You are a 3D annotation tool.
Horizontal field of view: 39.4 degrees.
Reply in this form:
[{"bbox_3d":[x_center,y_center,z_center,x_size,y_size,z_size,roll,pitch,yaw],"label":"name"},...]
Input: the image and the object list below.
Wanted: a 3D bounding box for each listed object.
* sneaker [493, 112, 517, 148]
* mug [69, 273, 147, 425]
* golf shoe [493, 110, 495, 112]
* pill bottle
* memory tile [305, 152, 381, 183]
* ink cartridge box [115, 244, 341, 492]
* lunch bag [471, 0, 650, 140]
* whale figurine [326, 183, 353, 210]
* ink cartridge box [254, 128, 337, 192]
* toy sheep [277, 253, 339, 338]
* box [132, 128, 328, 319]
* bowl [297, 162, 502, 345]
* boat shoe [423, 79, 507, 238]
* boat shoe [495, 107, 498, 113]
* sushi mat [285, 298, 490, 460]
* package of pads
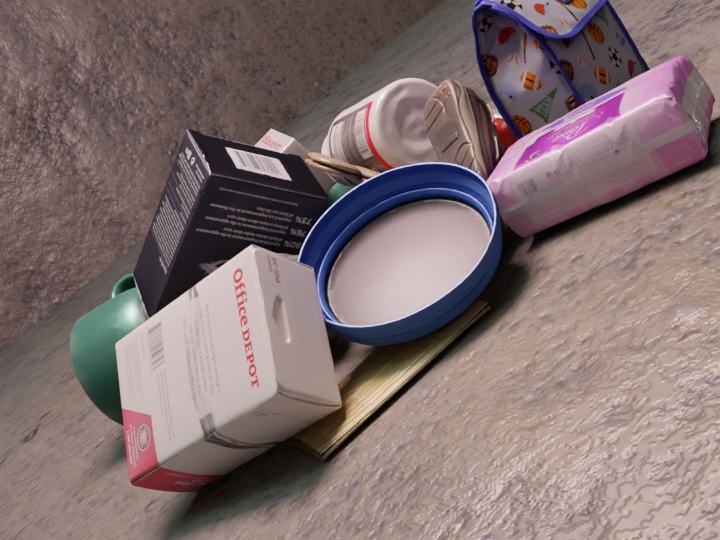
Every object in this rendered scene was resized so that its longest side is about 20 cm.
[{"bbox_3d":[0.113,-0.111,1.214,0.200,0.077,0.085,-37,15,40],"label":"sneaker"},{"bbox_3d":[-0.261,0.082,1.212,0.114,0.185,0.152,-28,-8,19],"label":"mug"},{"bbox_3d":[0.085,-0.175,1.344,0.200,0.075,0.092,-9,21,22],"label":"golf shoe"},{"bbox_3d":[0.025,-0.158,1.224,0.111,0.111,0.200,-42,12,-21],"label":"pill bottle"},{"bbox_3d":[0.040,-0.093,1.098,0.153,0.200,0.017,-127,55,-80],"label":"memory tile"},{"bbox_3d":[-0.122,0.092,0.895,0.200,0.083,0.147,-33,55,31],"label":"ink cartridge box"},{"bbox_3d":[0.218,-0.246,1.121,0.124,0.200,0.170,-21,20,45],"label":"lunch bag"},{"bbox_3d":[-0.063,-0.091,1.435,0.200,0.104,0.159,-40,20,44],"label":"whale figurine"},{"bbox_3d":[-0.140,-0.081,1.289,0.200,0.084,0.146,-47,21,-3],"label":"ink cartridge box"},{"bbox_3d":[-0.086,0.047,1.044,0.200,0.138,0.138,-15,25,41],"label":"toy sheep"},{"bbox_3d":[-0.149,-0.036,1.125,0.200,0.148,0.104,-63,36,24],"label":"box"},{"bbox_3d":[0.037,-0.016,0.928,0.201,0.039,0.201,-18,43,17],"label":"bowl"},{"bbox_3d":[0.122,-0.103,1.014,0.073,0.200,0.074,6,-26,-30],"label":"boat shoe"},{"bbox_3d":[0.212,-0.227,1.356,0.069,0.072,0.200,-53,14,23],"label":"boat shoe"},{"bbox_3d":[0.022,0.089,0.884,0.200,0.012,0.096,-41,16,-17],"label":"sushi mat"},{"bbox_3d":[0.224,-0.113,0.934,0.200,0.076,0.121,-26,15,33],"label":"package of pads"}]
